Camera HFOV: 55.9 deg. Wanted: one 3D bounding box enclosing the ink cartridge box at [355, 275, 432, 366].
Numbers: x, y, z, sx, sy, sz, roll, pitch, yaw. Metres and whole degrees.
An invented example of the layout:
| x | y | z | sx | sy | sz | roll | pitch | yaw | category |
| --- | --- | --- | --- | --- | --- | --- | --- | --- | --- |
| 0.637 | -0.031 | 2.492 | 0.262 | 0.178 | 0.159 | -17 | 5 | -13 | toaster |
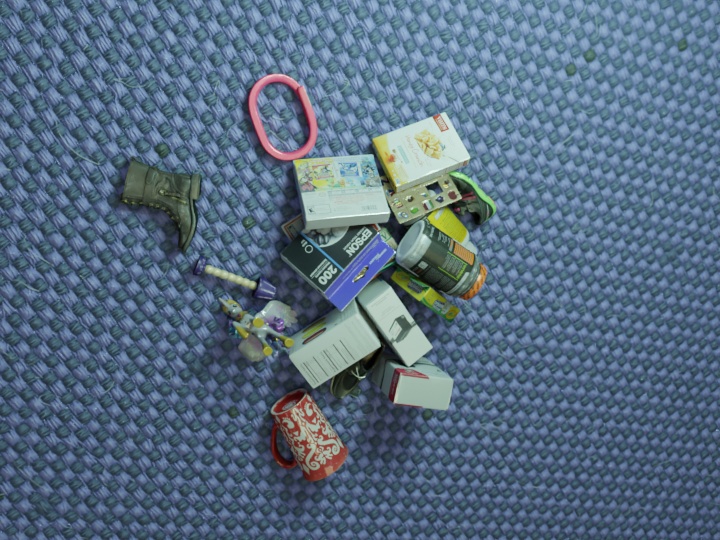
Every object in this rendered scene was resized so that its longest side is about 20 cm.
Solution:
| x | y | z | sx | sy | sz | roll | pitch | yaw | category |
| --- | --- | --- | --- | --- | --- | --- | --- | --- | --- |
| 0.078 | 0.123 | 1.702 | 0.084 | 0.145 | 0.200 | -37 | 109 | -4 | ink cartridge box |

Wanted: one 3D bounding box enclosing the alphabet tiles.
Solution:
| x | y | z | sx | sy | sz | roll | pitch | yaw | category |
| --- | --- | --- | --- | --- | --- | --- | --- | --- | --- |
| 0.127 | -0.225 | 1.644 | 0.167 | 0.008 | 0.201 | -22 | 69 | -8 | alphabet tiles |

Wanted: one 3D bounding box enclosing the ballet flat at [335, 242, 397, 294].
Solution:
| x | y | z | sx | sy | sz | roll | pitch | yaw | category |
| --- | --- | --- | --- | --- | --- | --- | --- | --- | --- |
| 0.000 | 0.000 | 1.643 | 0.200 | 0.071 | 0.065 | -33 | 81 | -8 | ballet flat |

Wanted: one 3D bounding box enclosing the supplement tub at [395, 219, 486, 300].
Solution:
| x | y | z | sx | sy | sz | roll | pitch | yaw | category |
| --- | --- | --- | --- | --- | --- | --- | --- | --- | --- |
| 0.193 | -0.020 | 1.608 | 0.200 | 0.123 | 0.123 | 33 | 93 | -15 | supplement tub |

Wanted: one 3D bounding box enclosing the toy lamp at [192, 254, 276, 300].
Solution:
| x | y | z | sx | sy | sz | roll | pitch | yaw | category |
| --- | --- | --- | --- | --- | --- | --- | --- | --- | --- |
| -0.299 | 0.021 | 1.629 | 0.199 | 0.058 | 0.058 | 23 | 96 | -16 | toy lamp |

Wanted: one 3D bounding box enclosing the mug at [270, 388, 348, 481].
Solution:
| x | y | z | sx | sy | sz | roll | pitch | yaw | category |
| --- | --- | --- | --- | --- | --- | --- | --- | --- | --- |
| -0.152 | 0.423 | 1.723 | 0.177 | 0.133 | 0.201 | -30 | 105 | -8 | mug |

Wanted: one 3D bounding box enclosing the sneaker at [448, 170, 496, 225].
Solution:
| x | y | z | sx | sy | sz | roll | pitch | yaw | category |
| --- | --- | --- | --- | --- | --- | --- | --- | --- | --- |
| 0.258 | -0.186 | 1.714 | 0.200 | 0.077 | 0.084 | 37 | 88 | -18 | sneaker |

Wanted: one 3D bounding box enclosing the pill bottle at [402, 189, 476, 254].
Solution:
| x | y | z | sx | sy | sz | roll | pitch | yaw | category |
| --- | --- | --- | --- | --- | --- | --- | --- | --- | --- |
| 0.199 | -0.095 | 1.700 | 0.112 | 0.112 | 0.200 | -45 | 109 | -1 | pill bottle |

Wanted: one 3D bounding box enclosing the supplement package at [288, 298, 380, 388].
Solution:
| x | y | z | sx | sy | sz | roll | pitch | yaw | category |
| --- | --- | --- | --- | --- | --- | --- | --- | --- | --- |
| -0.066 | 0.177 | 1.678 | 0.200 | 0.114 | 0.110 | -33 | 109 | 6 | supplement package |

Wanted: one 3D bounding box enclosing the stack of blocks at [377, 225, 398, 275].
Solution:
| x | y | z | sx | sy | sz | roll | pitch | yaw | category |
| --- | --- | --- | --- | --- | --- | --- | --- | --- | --- |
| -0.008 | -0.028 | 1.690 | 0.200 | 0.059 | 0.115 | -36 | 109 | -4 | stack of blocks |

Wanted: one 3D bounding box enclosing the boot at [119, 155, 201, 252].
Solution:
| x | y | z | sx | sy | sz | roll | pitch | yaw | category |
| --- | --- | --- | --- | --- | --- | --- | --- | --- | --- |
| -0.458 | -0.150 | 1.548 | 0.173 | 0.069 | 0.201 | 7 | 97 | -11 | boot |

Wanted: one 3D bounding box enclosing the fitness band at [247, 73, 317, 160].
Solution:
| x | y | z | sx | sy | sz | roll | pitch | yaw | category |
| --- | --- | --- | --- | --- | --- | --- | --- | --- | --- |
| -0.181 | -0.357 | 1.582 | 0.143 | 0.037 | 0.201 | -21 | 106 | -6 | fitness band |

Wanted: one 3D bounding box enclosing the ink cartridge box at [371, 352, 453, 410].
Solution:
| x | y | z | sx | sy | sz | roll | pitch | yaw | category |
| --- | --- | --- | --- | --- | --- | --- | --- | --- | --- |
| 0.128 | 0.277 | 1.724 | 0.145 | 0.200 | 0.084 | 9 | 96 | -16 | ink cartridge box |

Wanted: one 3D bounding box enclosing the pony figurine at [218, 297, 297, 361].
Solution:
| x | y | z | sx | sy | sz | roll | pitch | yaw | category |
| --- | --- | --- | --- | --- | --- | --- | --- | --- | --- |
| -0.239 | 0.139 | 1.619 | 0.193 | 0.200 | 0.167 | 38 | 84 | -35 | pony figurine |

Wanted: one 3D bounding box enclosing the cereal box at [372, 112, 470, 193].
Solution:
| x | y | z | sx | sy | sz | roll | pitch | yaw | category |
| --- | --- | --- | --- | --- | --- | --- | --- | --- | --- |
| 0.146 | -0.287 | 1.643 | 0.199 | 0.040 | 0.144 | -23 | 71 | -8 | cereal box |

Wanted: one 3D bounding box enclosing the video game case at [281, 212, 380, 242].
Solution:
| x | y | z | sx | sy | sz | roll | pitch | yaw | category |
| --- | --- | --- | --- | --- | --- | --- | --- | --- | --- |
| -0.072 | -0.102 | 1.644 | 0.200 | 0.017 | 0.143 | -33 | 80 | -5 | video game case |

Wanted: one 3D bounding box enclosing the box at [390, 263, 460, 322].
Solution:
| x | y | z | sx | sy | sz | roll | pitch | yaw | category |
| --- | --- | --- | --- | --- | --- | --- | --- | --- | --- |
| 0.157 | 0.055 | 1.678 | 0.048 | 0.117 | 0.200 | -51 | 140 | 1 | box |

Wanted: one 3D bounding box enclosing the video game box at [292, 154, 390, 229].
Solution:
| x | y | z | sx | sy | sz | roll | pitch | yaw | category |
| --- | --- | --- | --- | --- | --- | --- | --- | --- | --- |
| -0.048 | -0.186 | 1.591 | 0.199 | 0.047 | 0.183 | -6 | 60 | -13 | video game box |

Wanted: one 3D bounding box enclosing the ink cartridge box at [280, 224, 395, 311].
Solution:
| x | y | z | sx | sy | sz | roll | pitch | yaw | category |
| --- | --- | --- | --- | --- | --- | --- | --- | --- | --- |
| -0.052 | -0.042 | 1.599 | 0.200 | 0.043 | 0.198 | 41 | 81 | 9 | ink cartridge box |

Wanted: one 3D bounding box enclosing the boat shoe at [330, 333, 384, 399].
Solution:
| x | y | z | sx | sy | sz | roll | pitch | yaw | category |
| --- | --- | --- | --- | --- | --- | --- | --- | --- | --- |
| -0.008 | 0.250 | 1.752 | 0.072 | 0.068 | 0.200 | 36 | 93 | -21 | boat shoe |
